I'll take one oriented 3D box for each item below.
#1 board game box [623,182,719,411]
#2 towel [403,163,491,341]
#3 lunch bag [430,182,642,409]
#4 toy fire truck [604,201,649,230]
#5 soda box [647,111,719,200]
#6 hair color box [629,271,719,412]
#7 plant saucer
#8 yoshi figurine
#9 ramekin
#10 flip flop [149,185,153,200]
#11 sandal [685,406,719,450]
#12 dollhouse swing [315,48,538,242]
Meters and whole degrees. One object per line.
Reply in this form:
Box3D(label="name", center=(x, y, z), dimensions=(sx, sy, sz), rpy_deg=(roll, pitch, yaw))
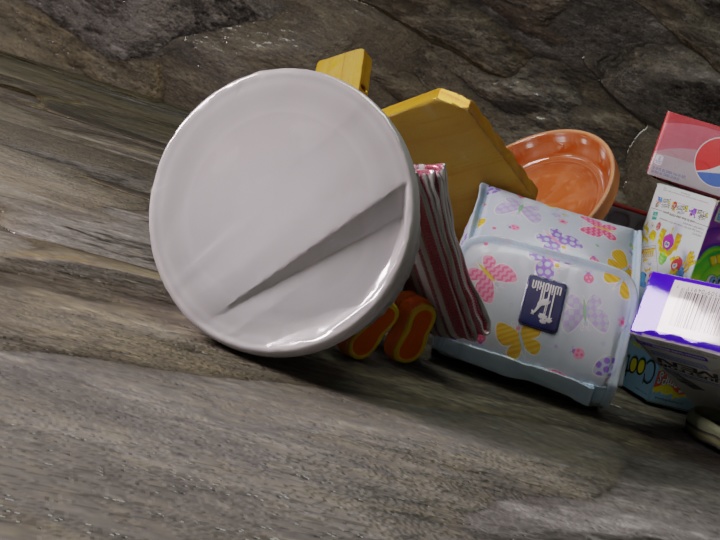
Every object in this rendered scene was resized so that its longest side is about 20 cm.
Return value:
Box3D(label="board game box", center=(0.331, 0.030, 1.219), dimensions=(0.102, 0.202, 0.105), rpy_deg=(15, 8, -22))
Box3D(label="towel", center=(0.028, -0.020, 1.026), dimensions=(0.030, 0.148, 0.199), rpy_deg=(-26, 17, -26))
Box3D(label="lunch bag", center=(0.161, 0.026, 1.100), dimensions=(0.168, 0.128, 0.201), rpy_deg=(18, 37, 6))
Box3D(label="toy fire truck", center=(0.222, -0.010, 1.358), dimensions=(0.198, 0.170, 0.112), rpy_deg=(17, 8, -11))
Box3D(label="soda box", center=(0.392, -0.096, 1.221), dimensions=(0.198, 0.071, 0.063), rpy_deg=(20, 7, 18))
Box3D(label="hair color box", center=(0.324, 0.078, 1.068), dimensions=(0.109, 0.065, 0.200), rpy_deg=(14, -15, 40))
Box3D(label="plant saucer", center=(0.178, -0.068, 1.282), dimensions=(0.032, 0.200, 0.200), rpy_deg=(53, -13, -33))
Box3D(label="yoshi figurine", center=(-0.036, 0.012, 1.022), dimensions=(0.111, 0.113, 0.200), rpy_deg=(-29, 48, -20))
Box3D(label="ramekin", center=(-0.046, -0.035, 0.890), dimensions=(0.200, 0.204, 0.094), rpy_deg=(21, -4, 17))
Box3D(label="flip flop", center=(-0.141, -0.076, 1.384), dimensions=(0.198, 0.058, 0.081), rpy_deg=(14, 9, -28))
Box3D(label="sandal", center=(0.341, 0.139, 1.025), dimensions=(0.079, 0.058, 0.201), rpy_deg=(19, 5, -23))
Box3D(label="dollhouse swing", center=(0.072, -0.135, 1.237), dimensions=(0.200, 0.175, 0.183), rpy_deg=(47, 31, -30))
